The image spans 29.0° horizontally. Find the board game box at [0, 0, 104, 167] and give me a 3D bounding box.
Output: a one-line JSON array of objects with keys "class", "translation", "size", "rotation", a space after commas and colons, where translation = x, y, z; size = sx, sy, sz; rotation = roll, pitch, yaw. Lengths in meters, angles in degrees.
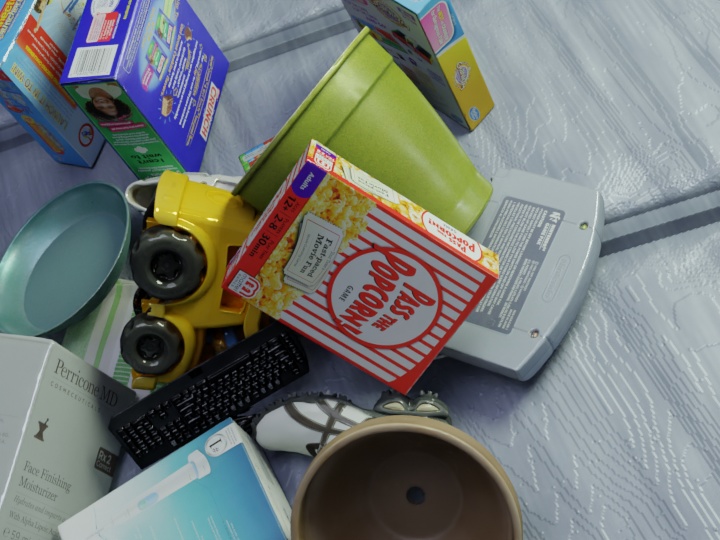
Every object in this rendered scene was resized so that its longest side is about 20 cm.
[{"class": "board game box", "translation": [-0.336, -0.255, 1.592], "size": [0.055, 0.200, 0.197], "rotation": [10, 65, 27]}]

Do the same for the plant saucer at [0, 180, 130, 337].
[{"class": "plant saucer", "translation": [-0.320, -0.006, 1.522], "size": [0.199, 0.036, 0.201], "rotation": [-22, 47, 25]}]

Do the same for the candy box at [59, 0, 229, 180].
[{"class": "candy box", "translation": [-0.231, -0.216, 1.527], "size": [0.076, 0.200, 0.170], "rotation": [-1, 60, 23]}]

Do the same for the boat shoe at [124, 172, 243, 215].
[{"class": "boat shoe", "translation": [-0.174, -0.068, 1.468], "size": [0.199, 0.069, 0.071], "rotation": [3, 83, 43]}]

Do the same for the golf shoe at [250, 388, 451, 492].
[{"class": "golf shoe", "translation": [-0.014, 0.165, 1.297], "size": [0.198, 0.078, 0.095], "rotation": [-6, 60, 20]}]

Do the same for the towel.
[{"class": "towel", "translation": [-0.228, 0.075, 1.467], "size": [0.198, 0.023, 0.154], "rotation": [1, 63, 22]}]

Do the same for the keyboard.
[{"class": "keyboard", "translation": [-0.135, 0.135, 1.345], "size": [0.199, 0.104, 0.040], "rotation": [-30, 41, 2]}]

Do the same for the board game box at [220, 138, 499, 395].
[{"class": "board game box", "translation": [0.000, 0.000, 1.235], "size": [0.152, 0.199, 0.046], "rotation": [-54, 13, 27]}]

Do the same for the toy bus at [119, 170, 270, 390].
[{"class": "toy bus", "translation": [-0.131, 0.020, 1.364], "size": [0.190, 0.202, 0.136], "rotation": [10, 21, -7]}]

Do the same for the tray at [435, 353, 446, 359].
[{"class": "tray", "translation": [0.102, 0.034, 1.358], "size": [0.198, 0.022, 0.108], "rotation": [-15, 57, 14]}]

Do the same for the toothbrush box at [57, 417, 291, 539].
[{"class": "toothbrush box", "translation": [-0.162, 0.258, 1.298], "size": [0.199, 0.085, 0.147], "rotation": [-32, 56, 1]}]

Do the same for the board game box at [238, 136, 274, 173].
[{"class": "board game box", "translation": [-0.009, -0.095, 1.456], "size": [0.199, 0.057, 0.166], "rotation": [-27, 57, 6]}]

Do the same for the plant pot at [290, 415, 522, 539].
[{"class": "plant pot", "translation": [0.044, 0.212, 1.212], "size": [0.199, 0.093, 0.203], "rotation": [3, 106, 10]}]

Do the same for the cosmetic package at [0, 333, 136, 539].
[{"class": "cosmetic package", "translation": [-0.350, 0.178, 1.363], "size": [0.164, 0.165, 0.202], "rotation": [5, 70, 25]}]

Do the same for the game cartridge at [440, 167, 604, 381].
[{"class": "game cartridge", "translation": [0.150, 0.003, 1.322], "size": [0.132, 0.041, 0.201], "rotation": [16, 69, 32]}]

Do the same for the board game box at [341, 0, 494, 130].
[{"class": "board game box", "translation": [0.049, -0.245, 1.430], "size": [0.040, 0.200, 0.153], "rotation": [-46, 56, -8]}]

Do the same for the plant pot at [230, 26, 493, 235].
[{"class": "plant pot", "translation": [0.014, -0.087, 1.308], "size": [0.193, 0.200, 0.201], "rotation": [40, 79, -5]}]
